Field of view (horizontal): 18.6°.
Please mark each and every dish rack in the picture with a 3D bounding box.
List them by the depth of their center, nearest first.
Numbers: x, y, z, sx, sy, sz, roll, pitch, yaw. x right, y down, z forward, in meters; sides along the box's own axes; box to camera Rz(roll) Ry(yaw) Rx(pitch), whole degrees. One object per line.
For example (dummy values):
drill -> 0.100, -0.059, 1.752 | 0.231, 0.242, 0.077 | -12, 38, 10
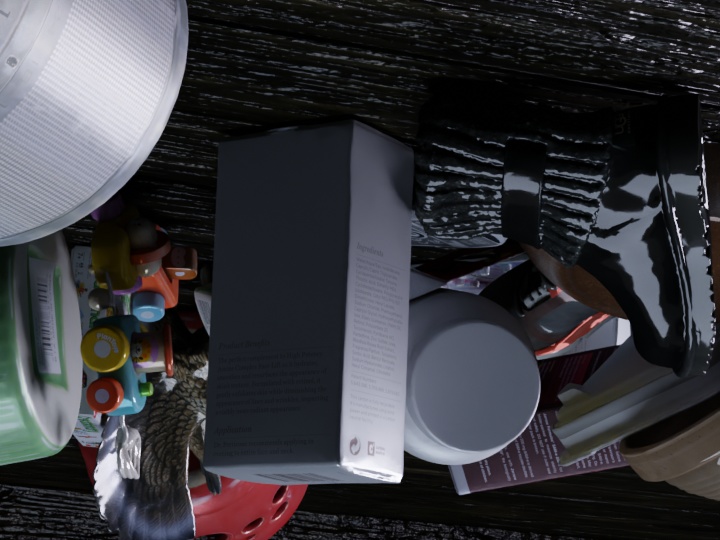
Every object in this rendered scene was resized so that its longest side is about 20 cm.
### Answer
dish rack -> 0.218, 0.049, 1.490 | 0.172, 0.044, 0.200 | -41, -175, -38

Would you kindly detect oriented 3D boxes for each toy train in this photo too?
toy train -> -0.138, 0.031, 1.461 | 0.055, 0.200, 0.150 | -7, 142, 9

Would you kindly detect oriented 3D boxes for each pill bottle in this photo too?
pill bottle -> 0.052, 0.067, 1.421 | 0.111, 0.112, 0.200 | 5, -179, -10

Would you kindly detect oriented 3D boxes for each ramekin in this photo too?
ramekin -> -0.250, 0.036, 1.438 | 0.097, 0.201, 0.200 | -6, 167, 6

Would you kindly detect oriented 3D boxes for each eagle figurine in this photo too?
eagle figurine -> -0.130, 0.104, 1.685 | 0.151, 0.151, 0.200 | 10, 128, -35

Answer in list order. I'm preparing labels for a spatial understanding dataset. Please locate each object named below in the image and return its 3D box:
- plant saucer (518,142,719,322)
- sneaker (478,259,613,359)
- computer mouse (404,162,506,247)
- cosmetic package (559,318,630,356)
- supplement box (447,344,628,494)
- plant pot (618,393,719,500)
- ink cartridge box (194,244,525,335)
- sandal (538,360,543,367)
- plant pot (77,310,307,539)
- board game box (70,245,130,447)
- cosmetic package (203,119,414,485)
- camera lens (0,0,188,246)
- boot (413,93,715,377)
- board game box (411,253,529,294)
plant saucer -> 0.191, -0.013, 1.330 | 0.200, 0.037, 0.201 | 4, 152, 2
sneaker -> 0.140, 0.002, 1.478 | 0.200, 0.077, 0.082 | -21, 147, 39
computer mouse -> 0.011, -0.042, 1.357 | 0.200, 0.044, 0.110 | 1, 165, 40
cosmetic package -> 0.145, 0.086, 1.836 | 0.200, 0.081, 0.113 | -2, 167, 29
supplement box -> 0.169, 0.106, 1.651 | 0.200, 0.061, 0.109 | -12, -163, 19
plant pot -> 0.276, 0.091, 1.445 | 0.201, 0.093, 0.201 | -39, -177, 2
ink cartridge box -> 0.000, 0.000, 1.444 | 0.200, 0.050, 0.161 | -23, -174, -13
sandal -> 0.103, 0.060, 1.654 | 0.080, 0.054, 0.200 | 7, 168, -18
plant pot -> -0.145, 0.142, 1.896 | 0.200, 0.201, 0.183 | 3, 165, 3
board game box -> -0.205, 0.064, 1.706 | 0.035, 0.127, 0.200 | 5, 169, 0
cosmetic package -> -0.029, 0.021, 1.271 | 0.101, 0.201, 0.074 | -4, 166, 34
camera lens -> -0.166, -0.103, 0.815 | 0.160, 0.160, 0.200 | -1, 167, 18
boot -> 0.115, -0.020, 1.222 | 0.157, 0.080, 0.211 | -3, 135, 10
board game box -> 0.156, 0.021, 1.651 | 0.200, 0.026, 0.200 | -5, 166, 35
